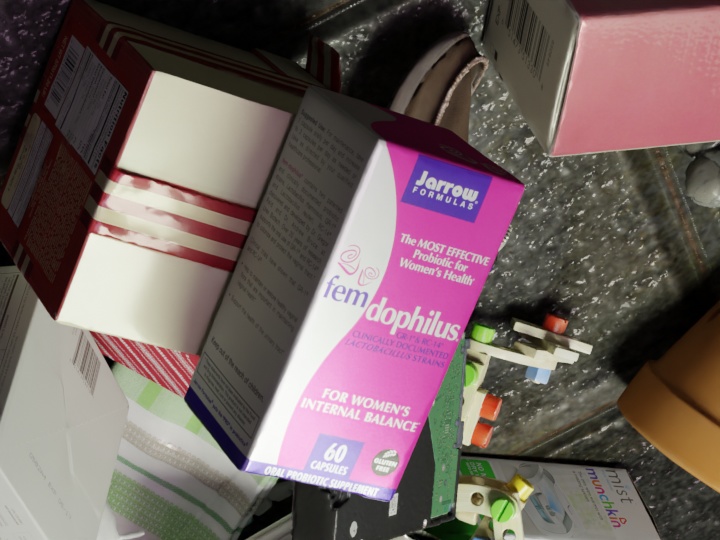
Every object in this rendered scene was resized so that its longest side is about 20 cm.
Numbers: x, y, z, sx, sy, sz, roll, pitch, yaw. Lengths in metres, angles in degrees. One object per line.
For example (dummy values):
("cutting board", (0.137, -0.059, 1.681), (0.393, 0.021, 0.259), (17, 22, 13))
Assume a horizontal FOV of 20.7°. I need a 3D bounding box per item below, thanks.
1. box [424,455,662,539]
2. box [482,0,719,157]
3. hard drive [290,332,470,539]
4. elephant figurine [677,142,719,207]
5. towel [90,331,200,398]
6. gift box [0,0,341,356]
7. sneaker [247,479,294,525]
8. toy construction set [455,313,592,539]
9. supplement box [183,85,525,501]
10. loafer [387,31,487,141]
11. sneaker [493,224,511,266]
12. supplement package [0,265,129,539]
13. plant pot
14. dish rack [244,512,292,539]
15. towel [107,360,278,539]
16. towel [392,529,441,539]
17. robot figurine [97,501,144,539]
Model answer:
("box", (0.123, 0.257, 1.640), (0.176, 0.097, 0.200), (8, 127, -26))
("box", (0.196, -0.158, 1.259), (0.200, 0.128, 0.109), (-7, 132, -18))
("hard drive", (0.016, 0.108, 1.316), (0.200, 0.038, 0.140), (-3, 98, -64))
("elephant figurine", (0.322, -0.074, 1.409), (0.200, 0.155, 0.142), (26, 84, -50))
("towel", (-0.122, 0.054, 1.271), (0.023, 0.200, 0.145), (-57, 155, -14))
("gift box", (-0.098, -0.060, 1.196), (0.186, 0.200, 0.185), (16, 110, -29))
("sneaker", (-0.065, 0.121, 1.451), (0.200, 0.078, 0.091), (-33, 131, 7))
("toy construction set", (0.093, 0.117, 1.464), (0.092, 0.131, 0.200), (55, 56, -75))
("supplement box", (-0.006, 0.013, 1.101), (0.101, 0.103, 0.200), (15, 104, -29))
("loafer", (0.042, -0.055, 1.270), (0.200, 0.071, 0.073), (-68, 166, 1))
("sneaker", (0.000, 0.000, 1.368), (0.200, 0.070, 0.100), (-2, 147, -13))
("supplement package", (-0.275, 0.103, 1.240), (0.200, 0.151, 0.152), (-4, 138, 16))
("plant pot", (0.320, 0.098, 1.519), (0.200, 0.200, 0.140), (24, 103, -37))
("dish rack", (-0.067, 0.216, 1.426), (0.200, 0.044, 0.172), (-28, 162, -32))
("towel", (-0.148, 0.155, 1.421), (0.149, 0.031, 0.200), (31, 124, -5))
("towel", (0.021, 0.284, 1.525), (0.200, 0.035, 0.192), (-42, 135, 18))
("robot figurine", (-0.256, 0.186, 1.378), (0.200, 0.113, 0.170), (17, 127, -11))
